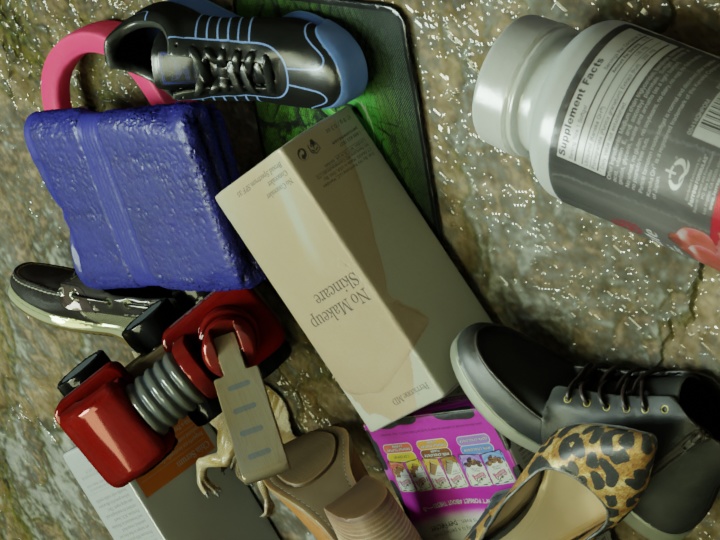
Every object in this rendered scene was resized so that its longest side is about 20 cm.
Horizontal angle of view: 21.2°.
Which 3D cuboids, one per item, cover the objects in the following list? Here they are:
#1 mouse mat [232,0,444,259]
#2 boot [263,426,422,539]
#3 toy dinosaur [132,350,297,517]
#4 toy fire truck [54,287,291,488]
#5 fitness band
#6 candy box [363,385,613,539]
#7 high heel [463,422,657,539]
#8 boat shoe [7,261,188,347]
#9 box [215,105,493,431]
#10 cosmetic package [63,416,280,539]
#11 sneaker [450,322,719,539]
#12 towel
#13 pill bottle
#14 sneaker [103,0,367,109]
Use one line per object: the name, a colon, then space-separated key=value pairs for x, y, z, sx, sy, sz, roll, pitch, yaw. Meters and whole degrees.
mouse mat: x=-0.016 y=-0.097 z=1.344 sx=0.160 sy=0.008 sz=0.201 roll=12 pitch=125 yaw=39
boot: x=0.006 y=0.206 z=1.425 sx=0.200 sy=0.077 sz=0.156 roll=21 pitch=141 yaw=60
toy dinosaur: x=-0.096 y=0.132 z=1.552 sx=0.199 sy=0.058 sz=0.102 roll=25 pitch=116 yaw=21
toy fire truck: x=-0.127 y=0.099 z=1.402 sx=0.129 sy=0.176 sz=0.200 roll=52 pitch=-178 yaw=-9
fitness band: x=-0.168 y=-0.096 z=1.475 sx=0.143 sy=0.037 sz=0.201 roll=-27 pitch=97 yaw=47
candy box: x=0.102 y=0.177 z=1.367 sx=0.136 sy=0.061 sz=0.201 roll=-12 pitch=106 yaw=49
high heel: x=0.105 y=0.173 z=1.196 sx=0.071 sy=0.143 sz=0.200 roll=43 pitch=144 yaw=-4
boat shoe: x=-0.199 y=0.017 z=1.556 sx=0.199 sy=0.073 sz=0.065 roll=14 pitch=116 yaw=24
box: x=0.000 y=0.000 z=1.328 sx=0.201 sy=0.078 sz=0.095 roll=56 pitch=139 yaw=-1
cosmetic package: x=-0.146 y=0.206 z=1.602 sx=0.071 sy=0.101 sz=0.201 roll=-26 pitch=97 yaw=49
sneaker: x=0.158 y=0.078 z=1.247 sx=0.200 sy=0.075 sz=0.106 roll=36 pitch=133 yaw=7
towel: x=-0.157 y=-0.057 z=1.427 sx=0.199 sy=0.049 sz=0.148 roll=2 pitch=118 yaw=45
pill bottle: x=0.166 y=-0.077 z=1.097 sx=0.199 sy=0.111 sz=0.111 roll=27 pitch=132 yaw=31
sneaker: x=-0.089 y=-0.141 z=1.321 sx=0.199 sy=0.078 sz=0.071 roll=16 pitch=126 yaw=38
